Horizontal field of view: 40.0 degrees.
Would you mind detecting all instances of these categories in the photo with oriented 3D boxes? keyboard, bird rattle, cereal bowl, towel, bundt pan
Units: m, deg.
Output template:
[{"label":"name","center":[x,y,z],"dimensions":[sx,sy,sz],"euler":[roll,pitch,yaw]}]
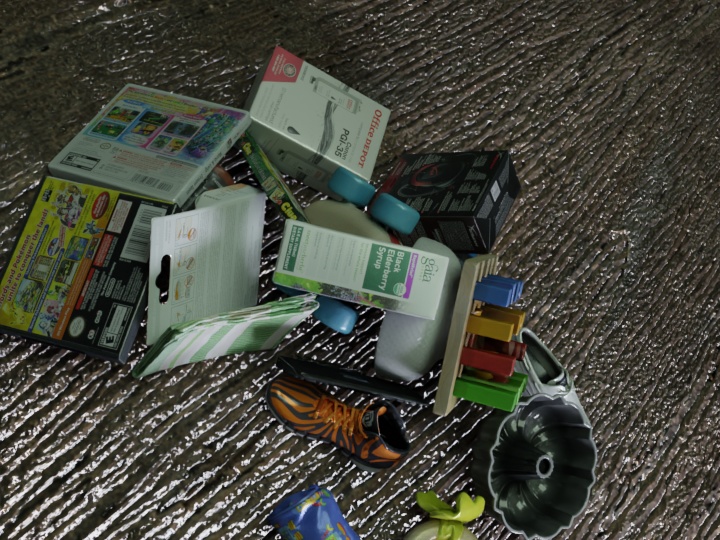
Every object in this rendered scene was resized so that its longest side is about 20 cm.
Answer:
[{"label":"keyboard","center":[-0.019,0.143,1.299],"dimensions":[0.200,0.127,0.021],"euler":[17,94,-25]},{"label":"bird rattle","center":[0.119,0.387,1.290],"dimensions":[0.163,0.113,0.200],"euler":[-29,97,-24]},{"label":"cereal bowl","center":[0.090,0.060,1.329],"dimensions":[0.083,0.200,0.200],"euler":[19,55,13]},{"label":"towel","center":[-0.163,0.083,1.212],"dimensions":[0.200,0.153,0.023],"euler":[-12,71,-35]},{"label":"bundt pan","center":[0.230,0.265,1.372],"dimensions":[0.202,0.076,0.202],"euler":[0,91,-33]}]

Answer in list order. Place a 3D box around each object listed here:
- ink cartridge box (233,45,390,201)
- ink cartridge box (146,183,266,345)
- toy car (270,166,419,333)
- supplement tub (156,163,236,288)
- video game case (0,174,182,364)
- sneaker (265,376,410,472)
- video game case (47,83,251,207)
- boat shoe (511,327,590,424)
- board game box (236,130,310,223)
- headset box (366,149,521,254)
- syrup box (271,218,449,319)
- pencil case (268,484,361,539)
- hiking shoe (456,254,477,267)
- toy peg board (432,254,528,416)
[{"label":"ink cartridge box","center":[-0.070,-0.210,1.443],"dimensions":[0.200,0.083,0.147],"euler":[26,57,-16]},{"label":"ink cartridge box","center":[-0.200,-0.011,1.213],"dimensions":[0.200,0.050,0.162],"euler":[-19,122,-51]},{"label":"toy car","center":[0.018,-0.009,1.359],"dimensions":[0.200,0.177,0.184],"euler":[26,96,-50]},{"label":"supplement tub","center":[-0.246,-0.051,1.257],"dimensions":[0.107,0.107,0.200],"euler":[39,55,-8]},{"label":"video game case","center":[-0.327,-0.005,1.164],"dimensions":[0.181,0.026,0.200],"euler":[13,71,12]},{"label":"sneaker","center":[-0.019,0.184,1.271],"dimensions":[0.200,0.112,0.078],"euler":[30,57,-14]},{"label":"video game case","center":[-0.270,-0.164,1.277],"dimensions":[0.200,0.024,0.182],"euler":[16,52,22]},{"label":"boat shoe","center":[0.282,0.172,1.475],"dimensions":[0.200,0.065,0.074],"euler":[48,54,-1]},{"label":"board game box","center":[-0.114,-0.114,1.313],"dimensions":[0.105,0.023,0.200],"euler":[49,5,-37]},{"label":"headset box","center":[0.112,-0.100,1.440],"dimensions":[0.149,0.200,0.075],"euler":[-60,138,-37]},{"label":"syrup box","center":[0.000,0.000,1.195],"dimensions":[0.200,0.081,0.079],"euler":[13,88,-1]},{"label":"pencil case","center":[-0.025,0.354,1.210],"dimensions":[0.087,0.078,0.200],"euler":[-37,89,-7]},{"label":"hiking shoe","center":[0.176,0.036,1.475],"dimensions":[0.087,0.074,0.200],"euler":[-23,85,-44]},{"label":"toy peg board","center":[0.181,0.088,1.318],"dimensions":[0.098,0.200,0.199],"euler":[13,97,14]}]
